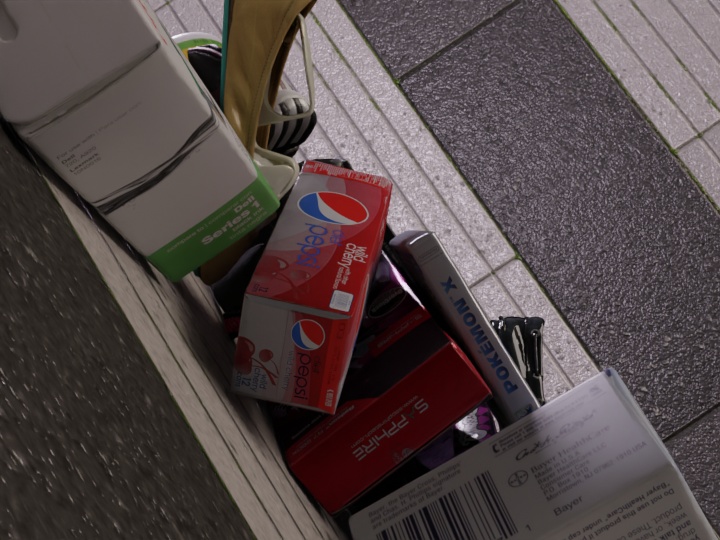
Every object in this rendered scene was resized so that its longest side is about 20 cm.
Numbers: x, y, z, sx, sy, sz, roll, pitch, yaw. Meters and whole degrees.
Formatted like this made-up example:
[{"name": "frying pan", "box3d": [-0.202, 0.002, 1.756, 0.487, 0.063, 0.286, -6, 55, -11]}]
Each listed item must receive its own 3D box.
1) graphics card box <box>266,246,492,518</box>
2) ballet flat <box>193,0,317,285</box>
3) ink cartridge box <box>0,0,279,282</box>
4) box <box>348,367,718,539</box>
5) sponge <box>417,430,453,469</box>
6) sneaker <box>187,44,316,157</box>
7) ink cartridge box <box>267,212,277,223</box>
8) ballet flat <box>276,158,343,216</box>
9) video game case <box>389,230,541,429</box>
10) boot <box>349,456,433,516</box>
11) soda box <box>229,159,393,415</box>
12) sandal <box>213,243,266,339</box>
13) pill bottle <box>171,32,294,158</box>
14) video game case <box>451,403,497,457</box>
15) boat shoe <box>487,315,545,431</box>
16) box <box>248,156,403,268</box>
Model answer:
[{"name": "graphics card box", "box3d": [-0.001, 0.064, 0.951, 0.051, 0.125, 0.200, 51, 3, -21]}, {"name": "ballet flat", "box3d": [-0.063, -0.086, 0.903, 0.069, 0.063, 0.200, -65, 162, -83]}, {"name": "ink cartridge box", "box3d": [-0.136, -0.101, 0.782, 0.146, 0.084, 0.200, 56, -1, 24]}, {"name": "box", "box3d": [0.123, 0.192, 0.850, 0.200, 0.184, 0.105, 57, 5, -30]}, {"name": "sponge", "box3d": [0.043, 0.144, 1.213, 0.030, 0.112, 0.200, 58, 0, 20]}, {"name": "sneaker", "box3d": [-0.107, -0.118, 1.164, 0.116, 0.076, 0.200, 60, -36, 12]}, {"name": "ink cartridge box", "box3d": [-0.149, -0.111, 1.013, 0.165, 0.075, 0.200, 55, -1, 21]}, {"name": "ballet flat", "box3d": [0.000, 0.000, 1.111, 0.200, 0.057, 0.066, 57, 34, -32]}, {"name": "video game case", "box3d": [0.078, 0.054, 0.975, 0.182, 0.022, 0.200, 58, -1, -3]}, {"name": "boot", "box3d": [0.041, 0.181, 1.023, 0.165, 0.066, 0.200, 49, -1, -15]}, {"name": "soda box", "box3d": [-0.026, 0.005, 0.888, 0.200, 0.063, 0.070, -72, 173, -62]}, {"name": "sandal", "box3d": [-0.066, 0.023, 0.987, 0.045, 0.075, 0.200, 51, -5, -30]}, {"name": "pill bottle", "box3d": [-0.131, -0.119, 1.369, 0.200, 0.111, 0.111, 56, 0, 26]}, {"name": "video game case", "box3d": [0.106, 0.221, 1.069, 0.181, 0.036, 0.200, -90, 166, -62]}, {"name": "boat shoe", "box3d": [0.143, 0.129, 1.160, 0.075, 0.066, 0.200, 78, -1, -72]}, {"name": "box", "box3d": [-0.018, 0.026, 1.209, 0.200, 0.141, 0.079, 57, -2, -9]}]
